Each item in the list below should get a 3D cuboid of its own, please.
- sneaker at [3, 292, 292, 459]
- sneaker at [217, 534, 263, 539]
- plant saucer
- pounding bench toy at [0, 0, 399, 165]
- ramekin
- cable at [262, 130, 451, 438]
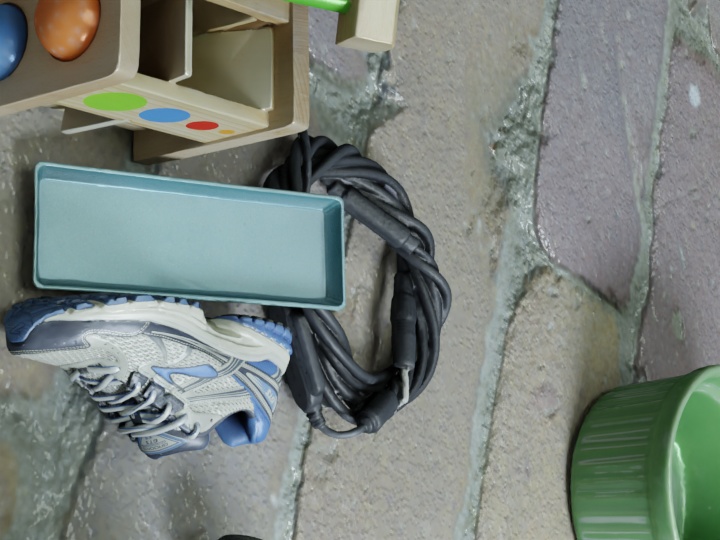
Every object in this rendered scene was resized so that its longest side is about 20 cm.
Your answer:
[{"bbox_3d":[-0.110,0.060,0.907,0.200,0.077,0.085,14,77,-49],"label":"sneaker"},{"bbox_3d":[-0.063,0.256,0.924,0.115,0.076,0.201,-33,111,-51],"label":"sneaker"},{"bbox_3d":[-0.096,-0.016,0.942,0.200,0.019,0.070,5,78,-35],"label":"plant saucer"},{"bbox_3d":[-0.097,-0.144,0.859,0.156,0.200,0.125,12,74,-50],"label":"pounding bench toy"},{"bbox_3d":[0.251,0.178,1.309,0.200,0.098,0.201,12,74,-49],"label":"ramekin"},{"bbox_3d":[0.000,0.000,1.070,0.163,0.051,0.200,-24,101,-48],"label":"cable"}]
